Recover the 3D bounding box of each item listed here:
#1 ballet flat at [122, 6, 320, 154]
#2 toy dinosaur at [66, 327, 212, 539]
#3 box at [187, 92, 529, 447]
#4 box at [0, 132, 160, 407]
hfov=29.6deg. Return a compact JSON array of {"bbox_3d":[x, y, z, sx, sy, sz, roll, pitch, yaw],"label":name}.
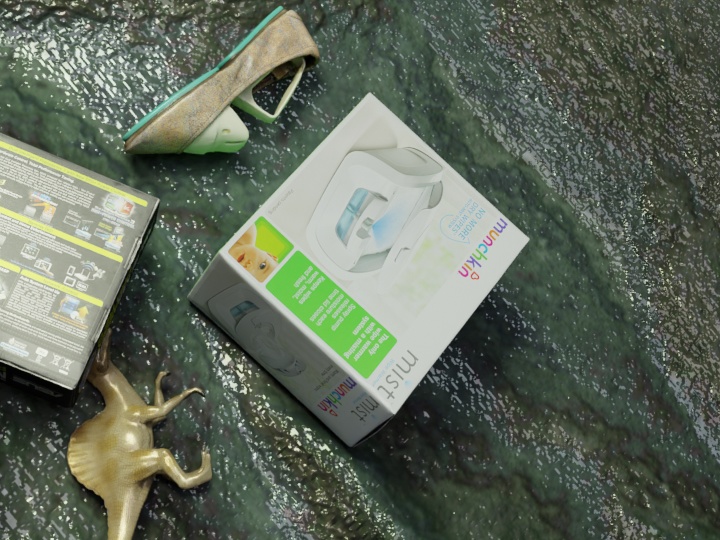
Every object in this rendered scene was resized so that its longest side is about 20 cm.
[{"bbox_3d":[-0.101,-0.136,1.082,0.067,0.068,0.200,49,61,-7],"label":"ballet flat"},{"bbox_3d":[-0.156,0.138,0.964,0.100,0.058,0.202,-4,63,-9],"label":"toy dinosaur"},{"bbox_3d":[0.000,0.000,1.054,0.176,0.097,0.200,42,58,0],"label":"box"},{"bbox_3d":[-0.262,-0.015,0.958,0.198,0.044,0.161,22,62,-5],"label":"box"}]
